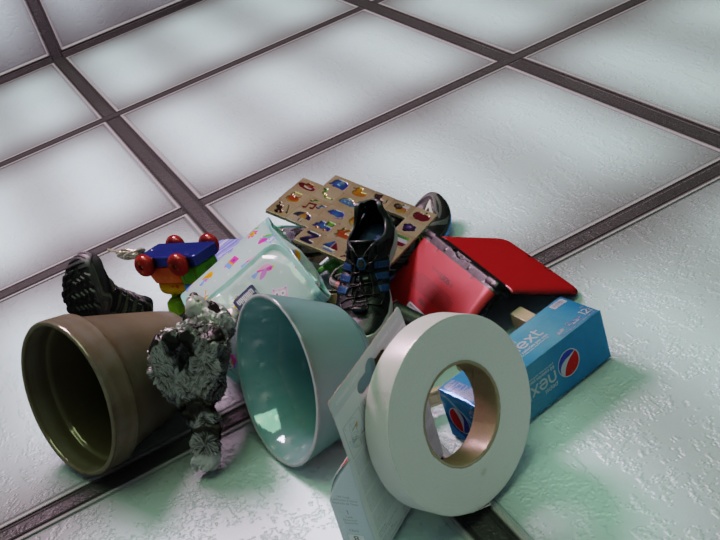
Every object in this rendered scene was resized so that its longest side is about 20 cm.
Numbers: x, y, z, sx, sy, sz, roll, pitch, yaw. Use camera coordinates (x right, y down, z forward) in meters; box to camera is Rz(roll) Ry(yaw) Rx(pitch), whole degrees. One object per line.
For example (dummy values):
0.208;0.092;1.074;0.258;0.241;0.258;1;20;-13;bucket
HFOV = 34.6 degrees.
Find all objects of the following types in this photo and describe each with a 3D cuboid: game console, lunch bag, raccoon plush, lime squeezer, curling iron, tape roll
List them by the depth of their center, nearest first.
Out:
0.091;0.142;1.152;0.203;0.203;0.037;-39;25;-32;tape roll
-0.193;0.128;1.397;0.097;0.200;0.134;5;9;11;raccoon plush
0.040;0.039;1.437;0.200;0.026;0.050;27;58;34;curling iron
0.149;0.032;1.504;0.172;0.119;0.200;-53;31;4;game console
-0.132;0.043;1.510;0.170;0.122;0.200;-41;26;3;lunch bag
-0.020;0.008;1.590;0.038;0.071;0.200;-33;31;-23;lime squeezer

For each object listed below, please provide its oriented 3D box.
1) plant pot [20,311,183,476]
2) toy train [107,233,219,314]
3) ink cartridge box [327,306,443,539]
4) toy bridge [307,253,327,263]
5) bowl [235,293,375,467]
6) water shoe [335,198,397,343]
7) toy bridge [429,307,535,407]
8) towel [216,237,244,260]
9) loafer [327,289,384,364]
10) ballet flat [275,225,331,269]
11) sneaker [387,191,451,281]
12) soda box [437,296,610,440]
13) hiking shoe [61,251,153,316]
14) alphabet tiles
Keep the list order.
-0.296;0.132;1.446;0.200;0.200;0.173;11;23;43;plant pot
-0.282;0.015;1.699;0.200;0.116;0.085;-1;25;38;toy train
0.013;0.162;1.166;0.050;0.200;0.162;0;33;32;ink cartridge box
-0.104;-0.011;1.718;0.200;0.027;0.067;-25;29;-11;toy bridge
-0.054;0.116;1.329;0.105;0.201;0.201;-11;22;-29;bowl
0.000;0.000;1.411;0.071;0.079;0.200;-6;49;15;water shoe
0.134;0.112;1.345;0.200;0.027;0.067;-32;31;-20;toy bridge
-0.193;-0.024;1.756;0.200;0.024;0.145;-5;24;42;towel
-0.017;0.067;1.487;0.076;0.067;0.200;-25;29;-11;loafer
-0.037;-0.033;1.675;0.200;0.072;0.072;-5;25;-15;ballet flat
0.063;-0.056;1.639;0.071;0.083;0.200;9;38;40;sneaker
0.184;0.113;1.287;0.200;0.068;0.064;-33;31;-24;soda box
-0.334;0.050;1.569;0.076;0.200;0.101;8;37;31;hiking shoe
-0.020;-0.069;1.581;0.200;0.008;0.167;22;41;20;alphabet tiles
